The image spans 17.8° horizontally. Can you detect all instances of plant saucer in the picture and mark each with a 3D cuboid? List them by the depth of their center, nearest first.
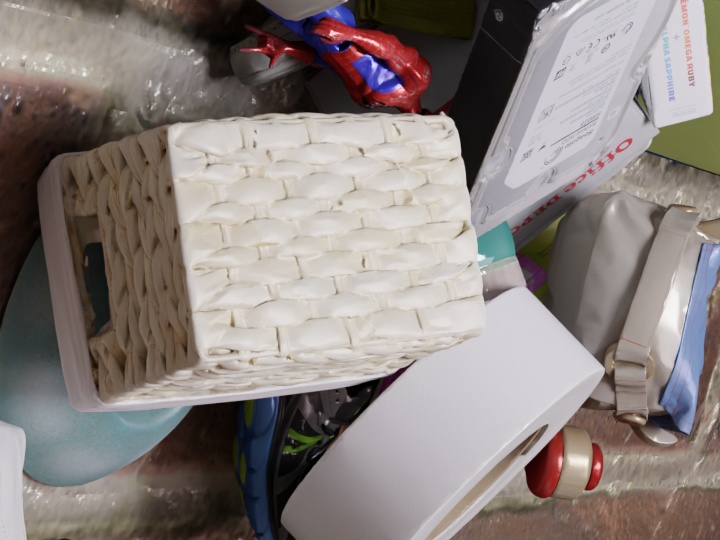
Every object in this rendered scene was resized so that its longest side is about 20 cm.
[{"bbox_3d":[-0.120,0.032,1.271,0.201,0.039,0.202,-37,137,-44],"label":"plant saucer"}]

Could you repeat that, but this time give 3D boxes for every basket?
[{"bbox_3d":[-0.047,-0.007,1.187,0.199,0.123,0.136,-5,83,-35],"label":"basket"}]

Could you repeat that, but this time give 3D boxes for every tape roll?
[{"bbox_3d":[0.049,0.103,1.345,0.202,0.071,0.203,-43,169,-10],"label":"tape roll"}]

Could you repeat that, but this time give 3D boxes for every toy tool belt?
[{"bbox_3d":[0.182,0.053,1.456,0.125,0.122,0.201,-169,-91,-76],"label":"toy tool belt"}]

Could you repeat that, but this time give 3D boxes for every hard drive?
[{"bbox_3d":[0.108,-0.107,1.268,0.139,0.038,0.200,-30,156,-34],"label":"hard drive"}]

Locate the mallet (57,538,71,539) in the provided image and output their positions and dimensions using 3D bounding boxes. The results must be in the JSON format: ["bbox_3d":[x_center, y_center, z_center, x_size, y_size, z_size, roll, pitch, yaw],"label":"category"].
[{"bbox_3d":[-0.174,0.254,1.300,0.041,0.066,0.201,-1,110,-60],"label":"mallet"}]

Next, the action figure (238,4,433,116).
[{"bbox_3d":[-0.024,-0.132,1.220,0.200,0.065,0.052,41,62,-29],"label":"action figure"}]

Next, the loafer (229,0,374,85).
[{"bbox_3d":[-0.007,-0.176,1.311,0.200,0.070,0.070,-43,106,-31],"label":"loafer"}]

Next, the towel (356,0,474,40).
[{"bbox_3d":[0.037,-0.234,1.292,0.086,0.018,0.201,4,86,-38],"label":"towel"}]

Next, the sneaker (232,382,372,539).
[{"bbox_3d":[-0.033,0.092,1.402,0.082,0.071,0.201,-1,114,-15],"label":"sneaker"}]

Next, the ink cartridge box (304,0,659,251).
[{"bbox_3d":[0.078,-0.098,1.415,0.145,0.084,0.200,-38,153,11],"label":"ink cartridge box"}]

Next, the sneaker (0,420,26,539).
[{"bbox_3d":[-0.207,0.174,1.195,0.088,0.075,0.201,-8,115,-70],"label":"sneaker"}]

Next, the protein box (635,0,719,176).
[{"bbox_3d":[0.272,-0.207,1.674,0.200,0.135,0.199,-37,137,-43],"label":"protein box"}]

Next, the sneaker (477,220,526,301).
[{"bbox_3d":[0.000,0.000,1.334,0.199,0.071,0.080,-17,88,-30],"label":"sneaker"}]

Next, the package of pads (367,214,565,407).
[{"bbox_3d":[0.090,0.040,1.564,0.200,0.068,0.155,-36,155,-45],"label":"package of pads"}]

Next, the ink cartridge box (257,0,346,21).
[{"bbox_3d":[-0.032,-0.247,1.120,0.144,0.085,0.201,31,77,-18],"label":"ink cartridge box"}]

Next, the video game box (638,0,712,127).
[{"bbox_3d":[0.172,-0.222,1.455,0.200,0.047,0.183,-103,177,-49],"label":"video game box"}]
